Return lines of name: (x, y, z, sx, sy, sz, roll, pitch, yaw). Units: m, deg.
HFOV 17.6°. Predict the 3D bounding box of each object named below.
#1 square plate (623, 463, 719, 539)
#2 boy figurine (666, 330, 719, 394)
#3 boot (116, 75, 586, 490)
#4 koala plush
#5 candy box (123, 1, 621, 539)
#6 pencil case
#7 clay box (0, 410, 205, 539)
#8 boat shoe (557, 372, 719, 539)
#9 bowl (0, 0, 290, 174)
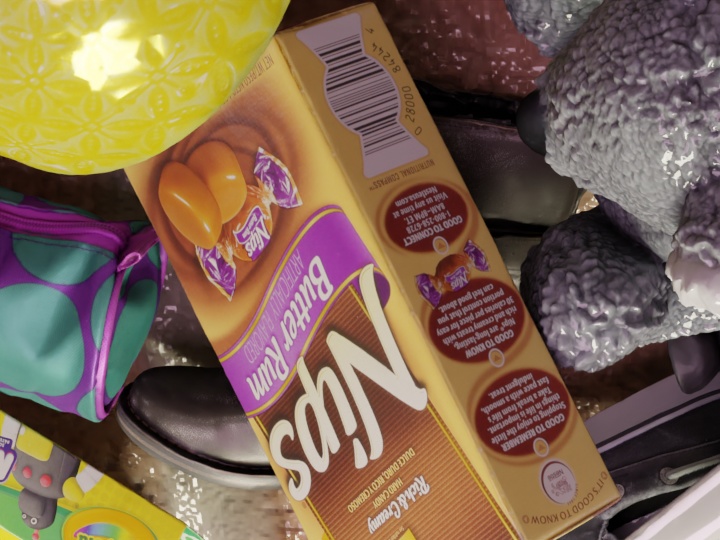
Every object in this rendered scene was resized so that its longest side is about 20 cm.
square plate: (0.227, 0.088, 0.886, 0.200, 0.028, 0.198, -41, 134, 19)
boy figurine: (0.214, 0.000, 0.885, 0.200, 0.064, 0.125, -10, 97, 17)
boot: (0.000, 0.000, 0.943, 0.199, 0.069, 0.174, 2, 117, 1)
koala plush: (0.124, -0.058, 0.773, 0.183, 0.200, 0.178, -4, 87, 14)
candy box: (0.000, 0.018, 0.851, 0.117, 0.056, 0.200, -33, 84, 51)
pencil case: (-0.180, -0.010, 0.953, 0.200, 0.085, 0.093, 19, 127, 8)
clay box: (-0.163, 0.094, 0.985, 0.200, 0.048, 0.115, 35, 157, -21)
boat shoe: (0.089, 0.111, 0.935, 0.200, 0.068, 0.072, -28, 135, -1)
bowl: (-0.123, -0.138, 0.808, 0.200, 0.108, 0.201, -4, 83, 36)
